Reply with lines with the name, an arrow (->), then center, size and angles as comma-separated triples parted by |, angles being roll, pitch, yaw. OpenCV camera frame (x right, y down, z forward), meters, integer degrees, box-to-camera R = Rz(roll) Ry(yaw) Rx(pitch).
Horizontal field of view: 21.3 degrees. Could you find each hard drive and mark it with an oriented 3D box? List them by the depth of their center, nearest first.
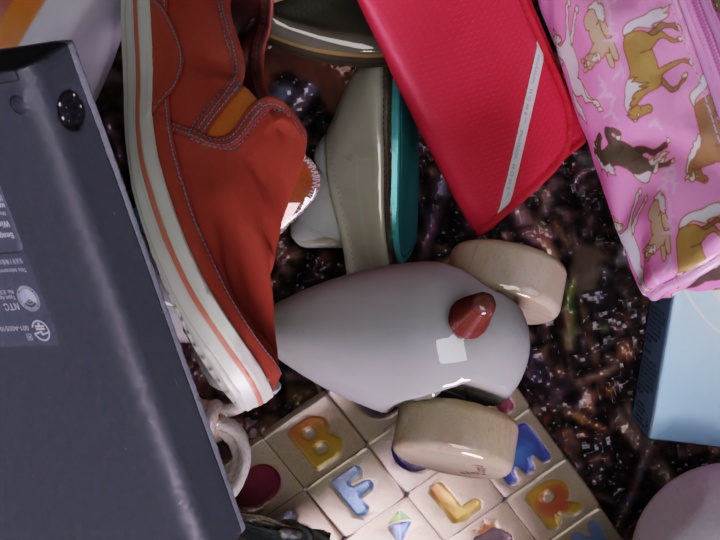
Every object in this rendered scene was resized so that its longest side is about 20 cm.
hard drive -> -0.134, 0.019, 0.720 | 0.139, 0.033, 0.201 | -3, 115, 33

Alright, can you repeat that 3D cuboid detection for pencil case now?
pencil case -> 0.124, -0.090, 0.796 | 0.086, 0.083, 0.201 | -24, 78, 25

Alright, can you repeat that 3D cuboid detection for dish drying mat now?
dish drying mat -> 0.034, -0.115, 0.777 | 0.077, 0.018, 0.201 | -39, 121, -22

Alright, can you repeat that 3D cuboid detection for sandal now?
sandal -> -0.036, -0.140, 0.803 | 0.199, 0.081, 0.054 | 16, 141, -3

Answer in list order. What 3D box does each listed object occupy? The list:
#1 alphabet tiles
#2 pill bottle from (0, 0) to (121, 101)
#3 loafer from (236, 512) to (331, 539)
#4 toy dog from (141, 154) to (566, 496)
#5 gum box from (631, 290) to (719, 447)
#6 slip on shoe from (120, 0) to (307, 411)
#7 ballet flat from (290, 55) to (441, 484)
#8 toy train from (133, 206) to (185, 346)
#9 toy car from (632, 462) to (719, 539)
alphabet tiles -> 0.023, 0.130, 0.852 | 0.166, 0.006, 0.200 | -34, 119, 4
pill bottle -> -0.204, -0.116, 0.773 | 0.199, 0.112, 0.113 | 27, 96, 3
loafer -> -0.010, 0.140, 0.789 | 0.199, 0.063, 0.072 | 20, 136, 17
toy dog -> -0.014, 0.019, 0.753 | 0.199, 0.096, 0.133 | -8, 68, 0
gum box -> 0.223, -0.015, 0.863 | 0.169, 0.045, 0.201 | 7, 98, -5
slip on shoe -> -0.050, -0.040, 0.720 | 0.061, 0.074, 0.201 | -15, 55, 7
ballet flat -> 0.000, 0.000, 0.841 | 0.069, 0.069, 0.201 | -8, 99, -3
toy train -> -0.153, -0.003, 0.835 | 0.200, 0.056, 0.151 | 34, 68, 1
toy car -> 0.153, 0.194, 0.834 | 0.175, 0.150, 0.200 | 41, 64, -16
